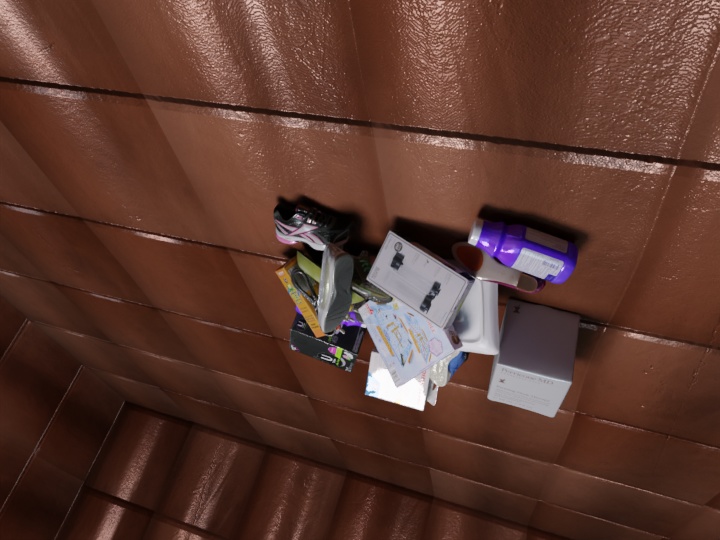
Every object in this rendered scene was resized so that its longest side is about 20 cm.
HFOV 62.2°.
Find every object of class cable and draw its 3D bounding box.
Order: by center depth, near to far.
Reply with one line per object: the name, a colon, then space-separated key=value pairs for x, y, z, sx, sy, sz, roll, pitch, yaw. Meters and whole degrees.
cable: x=-0.101 y=0.081 z=1.457 sx=0.198 sy=0.098 sz=0.050 roll=37 pitch=-175 yaw=-3

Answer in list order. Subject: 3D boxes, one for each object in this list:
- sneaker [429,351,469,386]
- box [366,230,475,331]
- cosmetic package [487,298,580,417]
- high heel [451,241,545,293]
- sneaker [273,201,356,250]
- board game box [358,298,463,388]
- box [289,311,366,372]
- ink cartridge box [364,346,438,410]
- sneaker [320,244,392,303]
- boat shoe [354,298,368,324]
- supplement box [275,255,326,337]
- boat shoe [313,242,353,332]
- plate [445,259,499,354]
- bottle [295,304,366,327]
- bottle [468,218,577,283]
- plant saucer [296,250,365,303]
sneaker: x=0.239 y=0.195 z=1.538 sx=0.075 sy=0.111 sz=0.205 roll=26 pitch=130 yaw=24
box: x=0.122 y=0.019 z=1.224 sx=0.197 sy=0.119 sz=0.060 roll=32 pitch=-166 yaw=21
cosmetic package: x=0.391 y=0.201 z=1.362 sx=0.162 sy=0.170 sz=0.202 roll=12 pitch=149 yaw=13
high heel: x=0.281 y=-0.006 z=1.221 sx=0.197 sy=0.069 sz=0.095 roll=32 pitch=-163 yaw=23
sneaker: x=-0.109 y=-0.103 z=1.290 sx=0.193 sy=0.082 sz=0.088 roll=2 pitch=135 yaw=20
board game box: x=0.105 y=0.125 z=1.323 sx=0.040 sy=0.204 sz=0.199 roll=-12 pitch=159 yaw=-47
box: x=-0.089 y=0.173 z=1.665 sx=0.194 sy=0.127 sz=0.150 roll=21 pitch=151 yaw=2
ink cartridge box: x=0.127 y=0.289 z=1.664 sx=0.193 sy=0.133 sz=0.125 roll=13 pitch=-166 yaw=13
sneaker: x=0.000 y=0.000 z=1.333 sx=0.197 sy=0.090 sz=0.077 roll=33 pitch=180 yaw=25
boat shoe: x=0.027 y=0.078 z=1.461 sx=0.072 sy=0.075 sz=0.202 roll=22 pitch=139 yaw=-5
supplement box: x=-0.130 y=0.064 z=1.495 sx=0.204 sy=0.068 sz=0.066 roll=59 pitch=150 yaw=-6
boat shoe: x=-0.061 y=0.041 z=1.289 sx=0.064 sy=0.073 sz=0.207 roll=39 pitch=135 yaw=38
plate: x=0.201 y=0.079 z=1.293 sx=0.194 sy=0.208 sz=0.032 roll=2 pitch=-169 yaw=30
bottle: x=-0.071 y=0.098 z=1.577 sx=0.194 sy=0.086 sz=0.065 roll=17 pitch=-174 yaw=0
bottle: x=0.300 y=-0.042 z=1.116 sx=0.194 sy=0.067 sz=0.084 roll=20 pitch=150 yaw=4
plant saucer: x=-0.076 y=0.022 z=1.408 sx=0.197 sy=0.031 sz=0.200 roll=36 pitch=180 yaw=0
